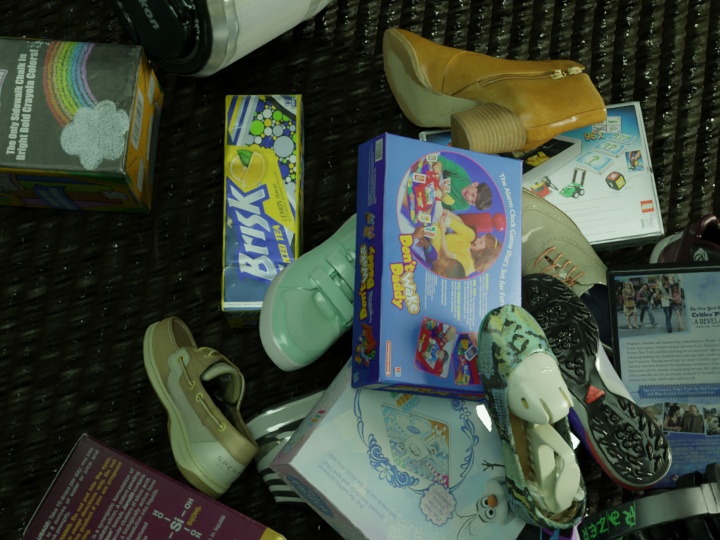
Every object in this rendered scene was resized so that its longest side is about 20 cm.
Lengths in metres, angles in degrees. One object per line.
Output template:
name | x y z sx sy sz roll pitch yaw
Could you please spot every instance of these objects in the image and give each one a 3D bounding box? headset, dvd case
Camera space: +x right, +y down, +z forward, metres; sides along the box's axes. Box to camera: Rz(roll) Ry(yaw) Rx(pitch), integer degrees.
headset | 0.268 0.214 1.408 0.200 0.123 0.094 0 67 -39
dvd case | 0.282 0.088 1.444 0.143 0.018 0.200 -3 109 12

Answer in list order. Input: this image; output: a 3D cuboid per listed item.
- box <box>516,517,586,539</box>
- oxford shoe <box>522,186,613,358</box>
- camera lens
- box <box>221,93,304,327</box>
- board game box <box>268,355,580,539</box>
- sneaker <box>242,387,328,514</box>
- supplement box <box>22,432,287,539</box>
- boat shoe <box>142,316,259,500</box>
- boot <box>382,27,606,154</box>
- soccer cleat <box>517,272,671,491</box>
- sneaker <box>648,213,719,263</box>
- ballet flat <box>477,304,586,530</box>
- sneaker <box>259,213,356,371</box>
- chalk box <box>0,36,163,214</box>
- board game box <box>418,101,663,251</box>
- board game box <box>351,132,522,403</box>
box | 0.194 0.297 1.448 0.200 0.036 0.143 35 78 10
oxford shoe | 0.174 -0.003 1.483 0.200 0.074 0.071 42 94 -4
camera lens | -0.114 -0.274 1.526 0.200 0.160 0.160 -35 75 -31
box | -0.085 -0.052 1.540 0.070 0.064 0.200 -1 74 2
board game box | 0.057 0.149 1.421 0.200 0.043 0.199 46 61 -15
sneaker | 0.010 0.147 1.476 0.200 0.076 0.115 -20 78 -8
supplement box | -0.150 0.232 1.415 0.200 0.131 0.103 24 75 20
boat shoe | -0.129 0.104 1.460 0.066 0.074 0.200 -37 44 11
boot | 0.118 -0.167 1.550 0.144 0.071 0.201 -16 41 -20
soccer cleat | 0.182 0.095 1.436 0.068 0.073 0.200 -30 76 -12
sneaker | 0.319 0.042 1.462 0.076 0.116 0.200 -22 74 -25
ballet flat | 0.143 0.120 1.369 0.074 0.074 0.200 -17 118 -2
sneaker | 0.000 -0.001 1.457 0.074 0.118 0.200 51 52 -15
chalk box | -0.287 -0.129 1.541 0.200 0.124 0.125 5 76 5
board game box | 0.159 -0.074 1.550 0.200 0.035 0.126 -8 75 0
board game box | 0.063 0.001 1.403 0.134 0.045 0.200 9 75 -29
